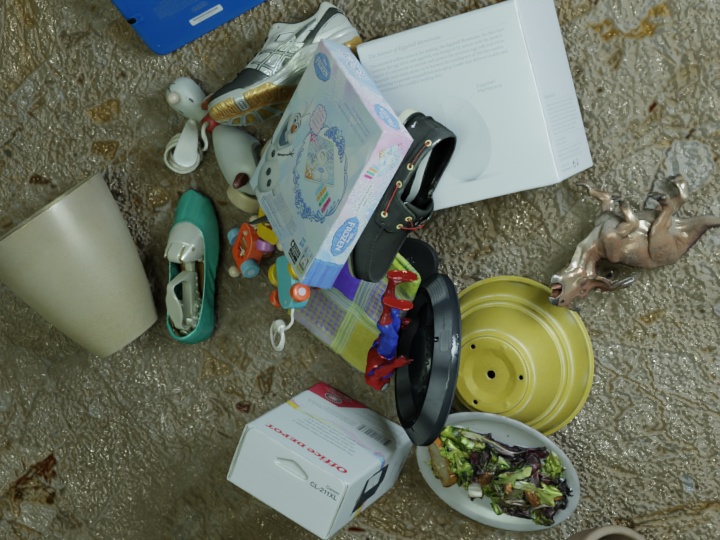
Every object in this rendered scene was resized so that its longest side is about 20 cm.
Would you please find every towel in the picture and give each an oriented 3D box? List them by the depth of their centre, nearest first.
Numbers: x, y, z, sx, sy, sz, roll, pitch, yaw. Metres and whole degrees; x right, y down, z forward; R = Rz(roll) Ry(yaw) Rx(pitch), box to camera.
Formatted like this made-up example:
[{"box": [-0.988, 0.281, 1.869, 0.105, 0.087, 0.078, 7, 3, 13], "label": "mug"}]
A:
[{"box": [-0.010, 0.030, 1.731, 0.144, 0.023, 0.200, 41, 138, 12], "label": "towel"}]

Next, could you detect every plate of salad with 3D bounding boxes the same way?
[{"box": [0.157, 0.244, 1.686, 0.200, 0.048, 0.200, 14, 133, 15], "label": "plate of salad"}]

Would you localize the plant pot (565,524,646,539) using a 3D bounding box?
[{"box": [0.241, 0.401, 1.657, 0.174, 0.200, 0.201, -21, 92, 46], "label": "plant pot"}]

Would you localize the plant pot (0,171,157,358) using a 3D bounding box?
[{"box": [-0.357, 0.007, 1.857, 0.187, 0.187, 0.200, -28, 102, 27], "label": "plant pot"}]

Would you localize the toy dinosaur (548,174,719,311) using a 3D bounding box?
[{"box": [0.304, -0.028, 1.583, 0.199, 0.086, 0.136, -4, 110, 9], "label": "toy dinosaur"}]

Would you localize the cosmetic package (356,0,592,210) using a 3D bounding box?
[{"box": [0.128, -0.183, 1.603, 0.199, 0.123, 0.201, -11, 98, 29], "label": "cosmetic package"}]

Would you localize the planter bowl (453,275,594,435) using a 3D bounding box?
[{"box": [0.163, 0.112, 1.672, 0.200, 0.083, 0.201, 6, 104, 24], "label": "planter bowl"}]

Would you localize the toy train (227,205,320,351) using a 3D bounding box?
[{"box": [-0.097, -0.006, 1.744, 0.200, 0.055, 0.150, 62, 142, 40], "label": "toy train"}]

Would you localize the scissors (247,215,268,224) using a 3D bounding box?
[{"box": [-0.050, -0.084, 1.657, 0.200, 0.014, 0.073, 1, 78, 40], "label": "scissors"}]

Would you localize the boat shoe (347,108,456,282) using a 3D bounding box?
[{"box": [0.042, -0.072, 1.560, 0.063, 0.074, 0.202, 33, 112, 29], "label": "boat shoe"}]

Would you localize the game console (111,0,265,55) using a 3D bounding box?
[{"box": [-0.214, -0.393, 1.781, 0.200, 0.118, 0.171, -22, 122, 28], "label": "game console"}]

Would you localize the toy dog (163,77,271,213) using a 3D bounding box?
[{"box": [-0.175, -0.152, 1.769, 0.200, 0.096, 0.132, 24, 110, 19], "label": "toy dog"}]

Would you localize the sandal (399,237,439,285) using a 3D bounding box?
[{"box": [0.000, 0.000, 1.747, 0.200, 0.045, 0.075, -1, 100, 25], "label": "sandal"}]

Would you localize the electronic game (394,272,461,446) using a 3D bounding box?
[{"box": [0.079, 0.102, 1.662, 0.042, 0.200, 0.201, 7, 107, -12], "label": "electronic game"}]

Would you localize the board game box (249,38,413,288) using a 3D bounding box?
[{"box": [-0.038, -0.118, 1.576, 0.199, 0.043, 0.200, -61, 36, 27], "label": "board game box"}]

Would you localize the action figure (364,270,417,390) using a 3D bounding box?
[{"box": [0.034, 0.082, 1.669, 0.052, 0.066, 0.200, 8, 143, -5], "label": "action figure"}]

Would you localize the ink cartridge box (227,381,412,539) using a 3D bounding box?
[{"box": [-0.046, 0.223, 1.728, 0.146, 0.200, 0.083, 29, 111, 17], "label": "ink cartridge box"}]

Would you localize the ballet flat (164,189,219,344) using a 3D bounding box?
[{"box": [-0.218, 0.000, 1.835, 0.067, 0.070, 0.201, 6, 103, 24], "label": "ballet flat"}]

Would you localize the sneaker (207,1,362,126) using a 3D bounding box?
[{"box": [-0.097, -0.245, 1.712, 0.200, 0.076, 0.088, -27, 70, 2], "label": "sneaker"}]
